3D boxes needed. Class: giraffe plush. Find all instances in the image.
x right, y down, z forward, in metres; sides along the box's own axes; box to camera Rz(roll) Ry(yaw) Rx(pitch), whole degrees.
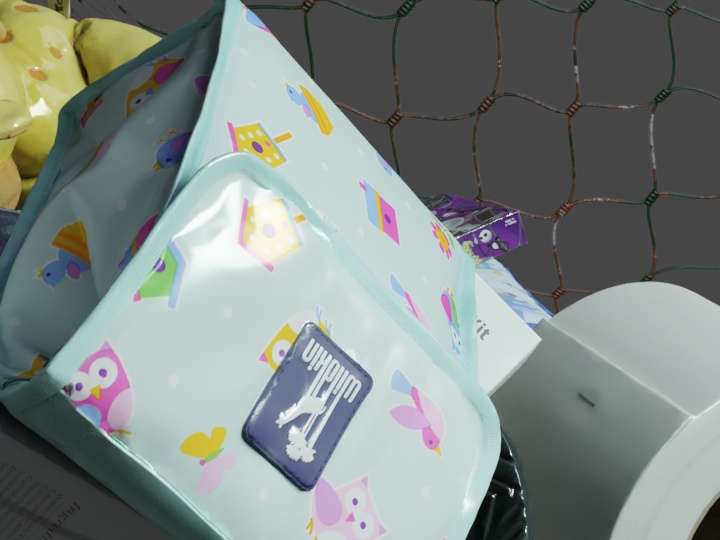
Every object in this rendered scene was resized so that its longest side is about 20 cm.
[{"bbox_3d":[-0.193,-0.082,0.828,0.162,0.172,0.201,-32,105,-61],"label":"giraffe plush"}]

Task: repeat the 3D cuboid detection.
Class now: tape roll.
[{"bbox_3d":[0.178,0.123,0.844,0.203,0.203,0.139,41,-2,-33],"label":"tape roll"}]

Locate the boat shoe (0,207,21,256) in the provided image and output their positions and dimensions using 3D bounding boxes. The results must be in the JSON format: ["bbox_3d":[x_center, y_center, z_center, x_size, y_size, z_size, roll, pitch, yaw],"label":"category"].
[{"bbox_3d":[-0.119,0.003,0.674,0.200,0.071,0.091,-12,44,-37],"label":"boat shoe"}]

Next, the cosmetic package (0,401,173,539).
[{"bbox_3d":[-0.145,0.055,0.517,0.200,0.074,0.102,42,6,-39],"label":"cosmetic package"}]

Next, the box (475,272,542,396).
[{"bbox_3d":[-0.034,0.048,0.739,0.156,0.200,0.041,46,-24,7],"label":"box"}]

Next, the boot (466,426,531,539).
[{"bbox_3d":[0.060,0.172,0.741,0.168,0.076,0.201,24,63,-72],"label":"boot"}]

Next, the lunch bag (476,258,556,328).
[{"bbox_3d":[0.034,0.053,1.106,0.170,0.199,0.128,-125,-162,-64],"label":"lunch bag"}]

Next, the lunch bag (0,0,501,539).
[{"bbox_3d":[-0.039,0.024,0.543,0.170,0.122,0.200,47,26,-27],"label":"lunch bag"}]

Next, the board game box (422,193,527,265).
[{"bbox_3d":[0.000,0.000,1.032,0.120,0.200,0.032,12,-56,69],"label":"board game box"}]
